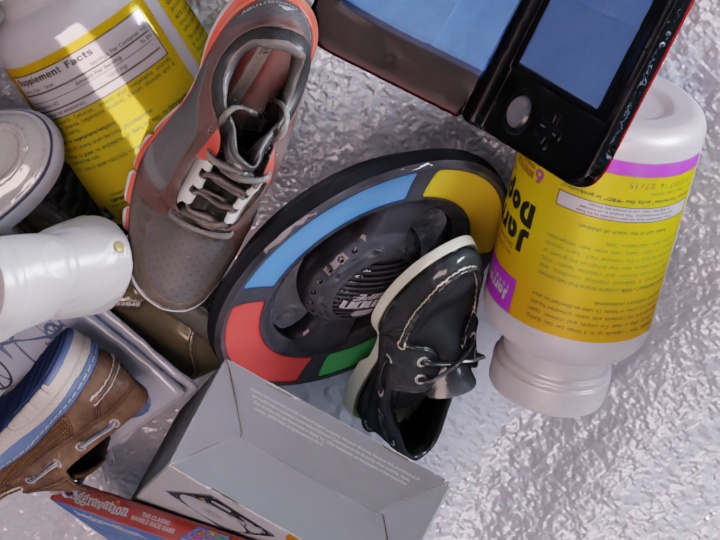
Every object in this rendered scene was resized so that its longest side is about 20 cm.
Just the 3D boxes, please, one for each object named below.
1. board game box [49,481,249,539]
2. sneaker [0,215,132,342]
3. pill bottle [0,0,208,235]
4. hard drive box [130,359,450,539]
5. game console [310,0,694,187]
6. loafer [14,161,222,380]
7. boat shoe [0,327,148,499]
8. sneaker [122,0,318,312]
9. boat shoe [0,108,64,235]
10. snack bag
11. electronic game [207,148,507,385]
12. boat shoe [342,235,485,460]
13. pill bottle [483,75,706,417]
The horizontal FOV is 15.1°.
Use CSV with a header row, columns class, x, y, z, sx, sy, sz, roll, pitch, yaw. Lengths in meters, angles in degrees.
class,x,y,z,sx,sy,sz,roll,pitch,yaw
board game box,-0.099,0.181,1.714,0.200,0.019,0.103,13,160,44
sneaker,-0.212,0.021,1.601,0.200,0.116,0.074,-22,83,51
pill bottle,-0.143,-0.119,1.605,0.112,0.112,0.200,-26,108,21
hard drive box,-0.048,0.138,1.670,0.156,0.200,0.077,29,75,-4
game console,0.091,-0.174,1.498,0.119,0.172,0.200,21,100,-35
loafer,-0.159,0.004,1.691,0.200,0.075,0.070,38,113,-9
boat shoe,-0.196,0.109,1.696,0.072,0.072,0.200,31,146,-13
sneaker,-0.082,-0.061,1.524,0.077,0.082,0.200,16,109,-13
boat shoe,-0.269,-0.044,1.564,0.200,0.070,0.071,-20,72,11
snack bag,-0.221,0.055,1.727,0.189,0.021,0.200,39,140,-10
electronic game,0.000,0.000,1.612,0.200,0.200,0.042,-48,58,27
boat shoe,0.042,0.054,1.636,0.066,0.074,0.199,56,146,20
pill bottle,0.132,-0.015,1.607,0.104,0.104,0.200,14,118,4
